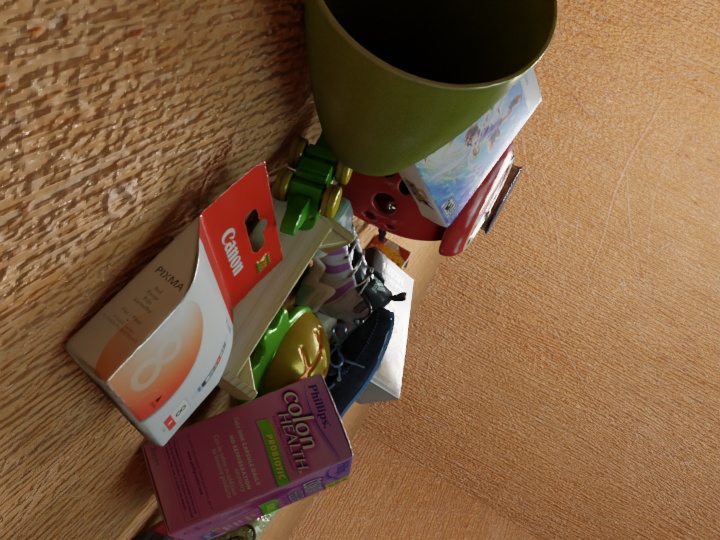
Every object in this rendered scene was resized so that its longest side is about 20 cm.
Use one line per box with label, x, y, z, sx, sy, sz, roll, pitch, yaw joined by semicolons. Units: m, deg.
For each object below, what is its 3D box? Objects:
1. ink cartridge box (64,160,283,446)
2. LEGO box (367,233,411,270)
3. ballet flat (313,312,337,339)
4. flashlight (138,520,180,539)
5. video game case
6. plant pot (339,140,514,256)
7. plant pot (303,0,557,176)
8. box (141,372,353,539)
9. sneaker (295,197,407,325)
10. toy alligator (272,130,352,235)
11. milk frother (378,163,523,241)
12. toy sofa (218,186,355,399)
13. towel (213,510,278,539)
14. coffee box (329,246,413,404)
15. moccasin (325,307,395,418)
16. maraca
ink cartridge box;-0.121;0.033;0.594;0.200;0.050;0.163;-46;160;-21
LEGO box;0.016;0.052;1.406;0.150;0.077;0.201;-56;169;-29
ballet flat;-0.094;0.115;1.056;0.202;0.067;0.062;-63;161;6
flashlight;-0.216;0.301;0.962;0.068;0.067;0.201;-57;-179;41
video game case;0.112;-0.176;0.809;0.201;0.045;0.181;-53;144;-9
plant pot;0.092;-0.131;0.983;0.201;0.181;0.201;-56;168;-19
plant pot;0.030;-0.168;0.607;0.188;0.186;0.200;-56;179;-26
box;-0.116;0.215;0.826;0.198;0.098;0.176;-21;160;-11
sneaker;0.000;0.000;0.965;0.201;0.139;0.078;110;7;-51
toy alligator;-0.036;-0.103;0.711;0.054;0.059;0.202;103;6;-58
milk frother;0.126;-0.112;1.184;0.181;0.187;0.200;-56;170;-20
toy sofa;-0.101;0.020;0.733;0.201;0.097;0.083;-59;-166;-18
towel;-0.170;0.333;1.020;0.199;0.037;0.148;-29;-176;36
coffee box;0.010;0.083;1.117;0.113;0.079;0.202;37;51;-41
moccasin;-0.023;0.127;0.966;0.201;0.068;0.081;-60;-169;24
maraca;-0.095;0.104;0.878;0.200;0.106;0.139;41;69;-77
